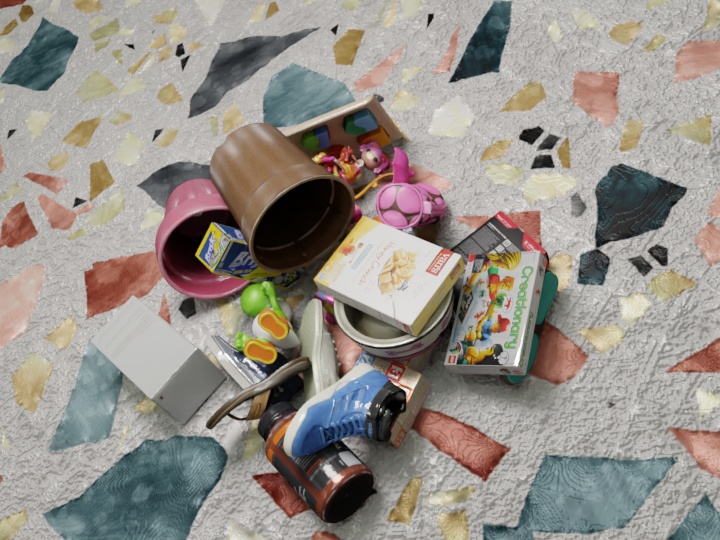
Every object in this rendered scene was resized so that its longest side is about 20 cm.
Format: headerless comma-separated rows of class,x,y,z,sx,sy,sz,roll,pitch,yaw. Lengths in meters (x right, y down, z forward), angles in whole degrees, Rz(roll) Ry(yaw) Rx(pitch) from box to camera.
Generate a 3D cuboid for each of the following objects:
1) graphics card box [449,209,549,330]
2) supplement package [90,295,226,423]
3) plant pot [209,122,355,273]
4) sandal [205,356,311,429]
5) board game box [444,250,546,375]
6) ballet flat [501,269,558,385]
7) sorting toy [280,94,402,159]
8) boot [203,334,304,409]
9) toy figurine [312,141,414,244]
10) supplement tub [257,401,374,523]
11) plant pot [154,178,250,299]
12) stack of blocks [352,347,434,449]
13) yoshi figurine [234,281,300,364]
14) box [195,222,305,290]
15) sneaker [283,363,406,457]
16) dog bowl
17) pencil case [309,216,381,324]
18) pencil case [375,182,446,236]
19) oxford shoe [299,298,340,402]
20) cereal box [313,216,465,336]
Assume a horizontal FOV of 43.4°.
graphics card box,0.201,0.004,1.519,0.200,0.051,0.125,-38,54,-5
supplement package,-0.359,0.157,1.606,0.200,0.117,0.117,33,75,35
plant pot,-0.144,-0.135,1.527,0.200,0.200,0.198,-37,57,-4
sandal,-0.161,0.208,1.469,0.200,0.082,0.055,-30,86,-8
board game box,0.212,0.065,1.411,0.126,0.035,0.200,-3,59,34
ballet flat,0.255,0.089,1.441,0.073,0.073,0.200,15,72,29
sorting toy,-0.030,-0.247,1.681,0.185,0.200,0.037,-20,72,14
boot,-0.183,0.163,1.568,0.090,0.073,0.200,-40,62,-12
toy figurine,0.001,-0.173,1.664,0.184,0.150,0.200,-30,69,-13
supplement tub,-0.077,0.292,1.414,0.107,0.107,0.200,-44,55,-9
plant pot,-0.289,-0.076,1.692,0.200,0.200,0.179,-30,38,1
stack of blocks,0.052,0.172,1.467,0.115,0.059,0.200,18,67,30
yoshi figurine,-0.169,0.079,1.542,0.112,0.112,0.200,-15,14,1
box,-0.187,-0.023,1.594,0.064,0.200,0.070,40,107,37
sneaker,-0.014,0.226,1.351,0.111,0.077,0.200,28,47,33
dog bowl,0.061,0.056,1.455,0.200,0.074,0.200,-11,51,14
pencil case,0.000,0.000,1.583,0.088,0.088,0.200,28,72,33
pencil case,0.093,-0.109,1.548,0.094,0.200,0.091,-5,96,16
oxford shoe,-0.064,0.145,1.516,0.058,0.075,0.200,3,66,-24
cereal box,0.045,0.005,1.426,0.200,0.040,0.144,23,66,33
